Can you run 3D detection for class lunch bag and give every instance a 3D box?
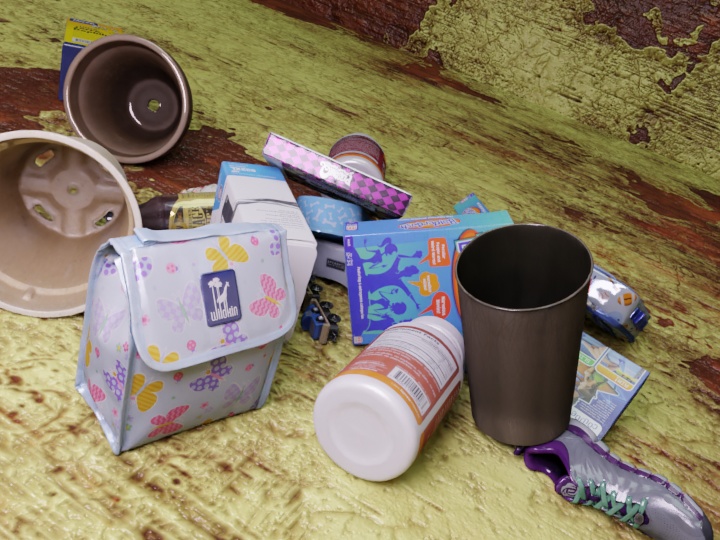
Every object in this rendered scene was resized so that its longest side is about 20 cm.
[{"bbox_3d":[-0.159,0.051,0.633,0.169,0.200,0.127,-9,38,-43],"label":"lunch bag"},{"bbox_3d":[0.365,0.042,1.046,0.160,0.076,0.200,40,9,32],"label":"lunch bag"}]

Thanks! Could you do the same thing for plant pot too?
[{"bbox_3d":[-0.346,-0.075,0.782,0.200,0.201,0.184,11,18,-15],"label":"plant pot"},{"bbox_3d":[-0.374,-0.285,1.153,0.200,0.201,0.175,16,10,-6],"label":"plant pot"}]

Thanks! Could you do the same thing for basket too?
[{"bbox_3d":[0.175,0.077,0.738,0.136,0.200,0.180,5,32,19],"label":"basket"}]

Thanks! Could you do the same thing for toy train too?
[{"bbox_3d":[-0.077,0.029,0.904,0.046,0.034,0.200,-1,33,-27],"label":"toy train"}]

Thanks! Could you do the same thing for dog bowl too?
[{"bbox_3d":[-0.040,-0.069,0.991,0.111,0.050,0.200,10,-1,8],"label":"dog bowl"}]

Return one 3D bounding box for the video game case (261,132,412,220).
[{"bbox_3d":[-0.033,-0.123,0.945,0.200,0.036,0.181,24,0,-3],"label":"video game case"}]

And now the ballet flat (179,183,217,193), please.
[{"bbox_3d":[-0.184,-0.097,1.034,0.200,0.064,0.076,21,28,5],"label":"ballet flat"}]

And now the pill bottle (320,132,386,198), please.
[{"bbox_3d":[-0.009,-0.184,1.246,0.113,0.113,0.200,16,28,-5],"label":"pill bottle"}]

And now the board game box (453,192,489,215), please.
[{"bbox_3d":[0.216,-0.031,1.063,0.152,0.045,0.200,53,11,-14],"label":"board game box"}]

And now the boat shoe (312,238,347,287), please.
[{"bbox_3d":[0.000,0.000,0.958,0.200,0.070,0.066,17,15,35],"label":"boat shoe"}]

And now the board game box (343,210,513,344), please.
[{"bbox_3d":[0.084,0.011,0.837,0.200,0.152,0.045,-5,26,1],"label":"board game box"}]

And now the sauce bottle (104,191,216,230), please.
[{"bbox_3d":[-0.246,-0.074,0.940,0.200,0.066,0.066,-7,35,-18],"label":"sauce bottle"}]

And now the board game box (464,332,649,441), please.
[{"bbox_3d":[0.239,0.125,0.862,0.200,0.034,0.135,35,60,27],"label":"board game box"}]

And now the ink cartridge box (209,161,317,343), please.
[{"bbox_3d":[-0.132,-0.027,0.850,0.084,0.145,0.200,5,30,-24],"label":"ink cartridge box"}]

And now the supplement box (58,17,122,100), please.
[{"bbox_3d":[-0.527,-0.409,1.336,0.109,0.109,0.200,5,31,-24],"label":"supplement box"}]

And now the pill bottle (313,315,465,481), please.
[{"bbox_3d":[0.043,0.123,0.724,0.112,0.112,0.200,28,28,16],"label":"pill bottle"}]

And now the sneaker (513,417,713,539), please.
[{"bbox_3d":[0.256,0.237,0.711,0.087,0.075,0.200,-16,31,-33],"label":"sneaker"}]
